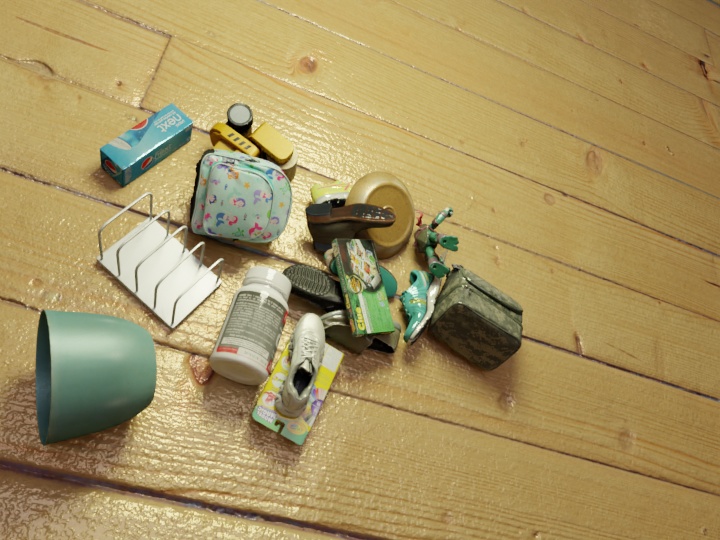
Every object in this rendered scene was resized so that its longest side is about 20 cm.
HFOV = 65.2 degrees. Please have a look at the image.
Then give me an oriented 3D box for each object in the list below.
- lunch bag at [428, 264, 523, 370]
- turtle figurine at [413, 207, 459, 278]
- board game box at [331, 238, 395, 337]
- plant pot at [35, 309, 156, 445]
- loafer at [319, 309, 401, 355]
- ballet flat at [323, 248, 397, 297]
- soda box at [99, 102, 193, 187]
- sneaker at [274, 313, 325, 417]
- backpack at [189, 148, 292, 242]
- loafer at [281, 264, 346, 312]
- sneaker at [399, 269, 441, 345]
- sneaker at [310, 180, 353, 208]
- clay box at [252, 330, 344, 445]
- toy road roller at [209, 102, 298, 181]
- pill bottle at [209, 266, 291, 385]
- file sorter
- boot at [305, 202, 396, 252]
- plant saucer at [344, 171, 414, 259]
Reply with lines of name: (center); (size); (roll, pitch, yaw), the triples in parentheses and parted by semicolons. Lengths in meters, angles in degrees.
lunch bag: (0.264, 0.094, 1.271); (0.198, 0.140, 0.169); (31, 40, -5)
turtle figurine: (0.174, -0.067, 1.324); (0.098, 0.153, 0.201); (0, 22, -4)
board game box: (0.006, 0.033, 1.155); (0.103, 0.023, 0.204); (2, 68, -42)
plant pot: (-0.424, 0.164, 0.909); (0.159, 0.200, 0.204); (1, 63, -36)
loafer: (-0.002, 0.133, 1.167); (0.196, 0.075, 0.071); (8, 57, -19)
ballet flat: (0.000, 0.000, 1.236); (0.198, 0.067, 0.069); (29, 95, -35)
soda box: (-0.450, -0.268, 1.193); (0.068, 0.064, 0.200); (40, 55, 1)
sneaker: (-0.101, 0.167, 1.049); (0.074, 0.081, 0.203); (17, 57, -11)
backpack: (-0.237, -0.146, 1.151); (0.196, 0.181, 0.151); (8, 16, -24)
loafer: (-0.077, 0.055, 1.177); (0.197, 0.072, 0.074); (23, 45, -6)
sneaker: (0.122, 0.080, 1.257); (0.078, 0.078, 0.202); (22, 48, -1)
sneaker: (-0.031, -0.178, 1.320); (0.197, 0.079, 0.091); (-5, 45, -36)
clay box: (-0.122, 0.223, 1.086); (0.114, 0.048, 0.202); (30, 57, -5)
toy road roller: (-0.248, -0.247, 1.239); (0.199, 0.123, 0.147); (36, 69, 2)
pill bottle: (-0.202, 0.103, 1.075); (0.112, 0.114, 0.203); (22, 58, -11)
file sorter: (-0.373, -0.021, 1.061); (0.199, 0.125, 0.139); (41, 57, 1)
boot: (-0.020, -0.089, 1.227); (0.196, 0.099, 0.075); (5, 33, 9)
plant saucer: (0.055, -0.126, 1.292); (0.197, 0.035, 0.205); (-3, 96, -32)
